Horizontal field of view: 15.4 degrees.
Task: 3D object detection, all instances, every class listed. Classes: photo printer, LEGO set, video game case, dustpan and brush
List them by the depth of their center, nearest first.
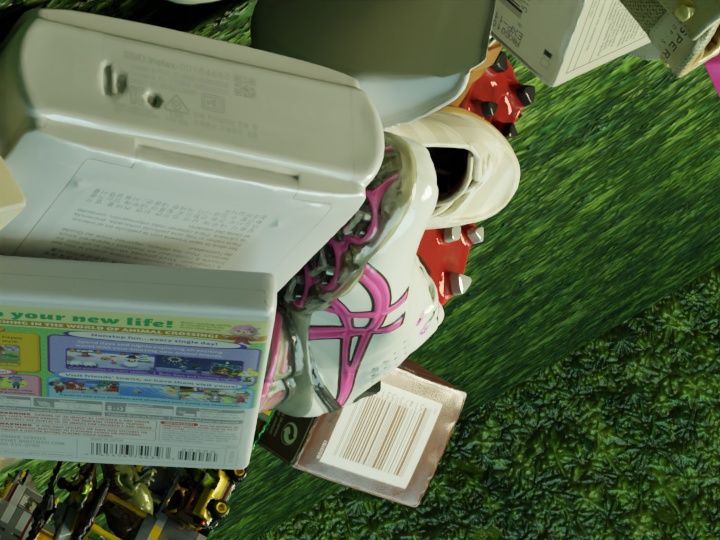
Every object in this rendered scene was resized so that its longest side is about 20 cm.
[{"bbox_3d":[-0.105,-0.026,1.135,0.165,0.070,0.200,10,150,-24],"label":"photo printer"},{"bbox_3d":[-0.141,0.040,1.159,0.198,0.022,0.182,4,154,-5],"label":"video game case"},{"bbox_3d":[-0.025,-0.099,1.185,0.199,0.057,0.140,-6,-138,18],"label":"dustpan and brush"},{"bbox_3d":[-0.134,0.105,1.360,0.154,0.115,0.200,-63,-173,-20],"label":"LEGO set"}]

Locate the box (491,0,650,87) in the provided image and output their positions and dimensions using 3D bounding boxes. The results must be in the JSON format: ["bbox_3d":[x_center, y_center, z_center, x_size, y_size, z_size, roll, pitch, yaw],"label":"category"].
[{"bbox_3d":[0.148,-0.175,1.303,0.199,0.078,0.095,-26,148,-37],"label":"box"}]

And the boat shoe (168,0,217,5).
[{"bbox_3d":[0.000,-0.157,1.006,0.200,0.072,0.065,-37,167,-12],"label":"boat shoe"}]

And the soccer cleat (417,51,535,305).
[{"bbox_3d":[0.027,-0.042,1.452,0.085,0.069,0.201,-2,-126,41],"label":"soccer cleat"}]

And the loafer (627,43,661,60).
[{"bbox_3d":[0.175,-0.156,1.526,0.075,0.069,0.200,-3,-178,20],"label":"loafer"}]

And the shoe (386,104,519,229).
[{"bbox_3d":[0.018,-0.045,1.293,0.199,0.053,0.070,7,119,-50],"label":"shoe"}]

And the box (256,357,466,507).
[{"bbox_3d":[-0.044,0.052,1.467,0.100,0.200,0.075,22,93,-41],"label":"box"}]

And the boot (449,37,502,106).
[{"bbox_3d":[-0.002,-0.094,1.320,0.155,0.077,0.199,-45,156,25],"label":"boot"}]

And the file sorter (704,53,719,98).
[{"bbox_3d":[0.266,-0.165,1.491,0.124,0.140,0.200,6,177,11],"label":"file sorter"}]

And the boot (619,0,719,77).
[{"bbox_3d":[0.083,-0.141,1.092,0.199,0.156,0.073,-31,171,-10],"label":"boot"}]

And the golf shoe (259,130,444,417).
[{"bbox_3d":[0.000,0.000,1.208,0.091,0.073,0.200,1,150,-23],"label":"golf shoe"}]

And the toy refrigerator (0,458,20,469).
[{"bbox_3d":[-0.190,0.056,1.387,0.199,0.070,0.076,-27,144,-33],"label":"toy refrigerator"}]

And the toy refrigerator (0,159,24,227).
[{"bbox_3d":[-0.218,-0.013,0.969,0.076,0.070,0.200,-39,170,30],"label":"toy refrigerator"}]
